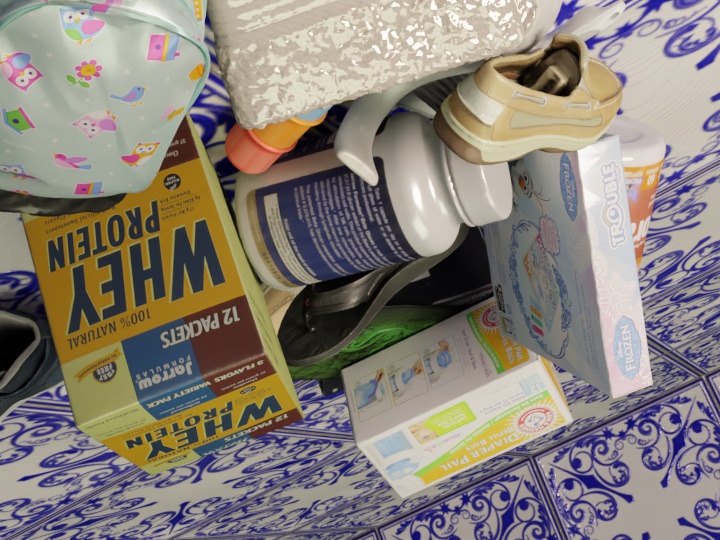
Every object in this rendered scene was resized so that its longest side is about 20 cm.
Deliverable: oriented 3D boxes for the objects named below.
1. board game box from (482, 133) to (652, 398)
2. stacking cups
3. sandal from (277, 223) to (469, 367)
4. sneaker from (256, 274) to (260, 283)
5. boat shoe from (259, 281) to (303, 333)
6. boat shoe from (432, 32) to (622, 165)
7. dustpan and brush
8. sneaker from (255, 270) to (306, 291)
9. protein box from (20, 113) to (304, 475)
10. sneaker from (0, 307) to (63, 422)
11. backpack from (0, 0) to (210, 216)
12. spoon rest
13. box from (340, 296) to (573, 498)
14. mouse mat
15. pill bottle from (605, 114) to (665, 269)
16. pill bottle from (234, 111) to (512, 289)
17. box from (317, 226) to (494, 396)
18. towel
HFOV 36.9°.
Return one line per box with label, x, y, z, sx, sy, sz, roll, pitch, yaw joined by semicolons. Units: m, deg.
board game box;0.162;-0.019;0.905;0.043;0.203;0.199;-15;-164;-14
stacking cups;-0.037;-0.135;0.747;0.060;0.061;0.200;-2;155;-42
sandal;0.000;-0.001;0.909;0.200;0.075;0.048;-41;135;0
sneaker;-0.134;0.042;1.055;0.088;0.075;0.201;-22;156;-10
boat shoe;-0.034;0.017;1.020;0.199;0.069;0.074;-41;161;-7
boat shoe;0.134;-0.125;0.737;0.199;0.072;0.077;-26;154;-48
dustpan and brush;0.107;-0.159;0.816;0.199;0.058;0.139;-35;156;31
sneaker;-0.011;-0.056;0.943;0.199;0.077;0.081;-33;160;-1
protein box;-0.146;0.022;0.812;0.133;0.202;0.199;-20;160;-3
sneaker;-0.350;0.102;0.963;0.201;0.077;0.146;-33;170;1
backpack;-0.153;-0.117;0.569;0.165;0.128;0.200;-2;149;-36
spoon rest;0.056;-0.152;0.747;0.200;0.061;0.099;-45;123;13
box;0.097;0.125;1.087;0.198;0.102;0.113;-27;131;12
mouse mat;0.017;0.074;1.089;0.199;0.008;0.161;2;148;-47
pill bottle;0.216;-0.039;1.024;0.111;0.112;0.203;-10;121;-27
pill bottle;0.012;-0.058;0.836;0.198;0.113;0.111;-13;164;23
box;0.033;0.032;1.155;0.197;0.105;0.183;-18;158;-9
towel;0.004;-0.168;0.631;0.198;0.035;0.134;-19;121;-6
